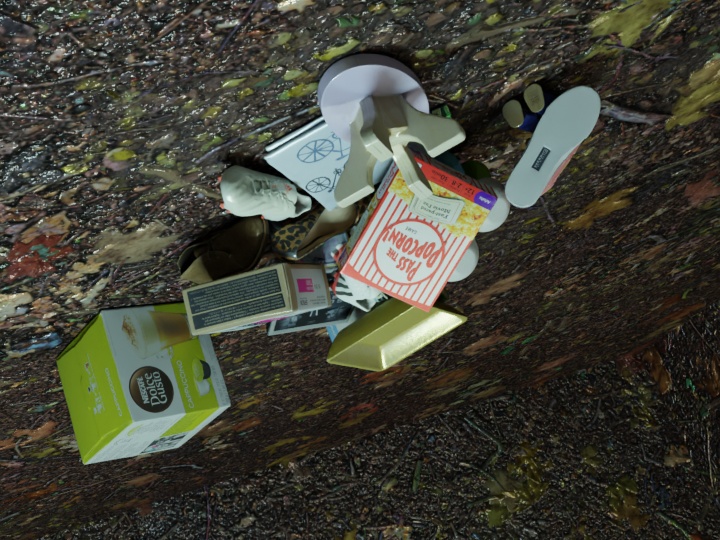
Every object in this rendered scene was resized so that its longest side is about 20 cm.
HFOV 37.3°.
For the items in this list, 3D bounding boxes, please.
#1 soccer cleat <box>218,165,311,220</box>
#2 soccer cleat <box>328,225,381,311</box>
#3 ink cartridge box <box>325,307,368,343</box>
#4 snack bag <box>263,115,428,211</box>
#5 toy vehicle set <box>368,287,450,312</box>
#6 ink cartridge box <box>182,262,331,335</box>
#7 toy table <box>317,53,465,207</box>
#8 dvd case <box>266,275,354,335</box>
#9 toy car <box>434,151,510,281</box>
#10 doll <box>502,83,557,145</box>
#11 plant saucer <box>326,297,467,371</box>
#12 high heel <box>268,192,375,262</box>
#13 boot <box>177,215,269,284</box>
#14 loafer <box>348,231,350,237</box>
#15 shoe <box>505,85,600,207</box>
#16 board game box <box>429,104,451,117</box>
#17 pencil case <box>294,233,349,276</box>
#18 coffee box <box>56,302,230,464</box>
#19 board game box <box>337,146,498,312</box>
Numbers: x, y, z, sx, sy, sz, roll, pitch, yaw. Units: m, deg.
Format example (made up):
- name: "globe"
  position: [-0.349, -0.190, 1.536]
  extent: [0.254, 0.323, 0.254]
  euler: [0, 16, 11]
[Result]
- name: "soccer cleat"
  position: [-0.131, -0.106, 1.465]
  extent: [0.077, 0.070, 0.200]
  euler: [-6, 174, 17]
- name: "soccer cleat"
  position: [0.000, 0.000, 1.630]
  extent: [0.069, 0.085, 0.200]
  euler: [-49, 169, -25]
- name: "ink cartridge box"
  position: [0.019, 0.036, 1.958]
  extent: [0.128, 0.126, 0.200]
  euler: [-12, 160, -29]
- name: "snack bag"
  position: [-0.010, -0.165, 1.476]
  extent: [0.188, 0.022, 0.200]
  euler: [-28, 151, 15]
- name: "toy vehicle set"
  position: [0.074, 0.040, 1.809]
  extent: [0.124, 0.027, 0.200]
  euler: [-28, 157, 8]
- name: "ink cartridge box"
  position: [-0.151, 0.041, 1.605]
  extent: [0.163, 0.076, 0.200]
  euler: [-13, 176, 15]
- name: "toy table"
  position: [0.031, -0.171, 1.344]
  extent: [0.183, 0.118, 0.199]
  euler: [-34, 150, 26]
- name: "dvd case"
  position: [-0.079, 0.058, 1.813]
  extent: [0.149, 0.025, 0.200]
  euler: [-8, 160, -13]
- name: "toy car"
  position: [0.114, -0.094, 1.629]
  extent: [0.150, 0.175, 0.201]
  euler: [33, 90, -34]
- name: "doll"
  position: [0.299, -0.235, 1.628]
  extent: [0.136, 0.049, 0.199]
  euler: [-35, 158, 28]
- name: "plant saucer"
  position: [0.058, 0.099, 1.825]
  extent: [0.199, 0.049, 0.200]
  euler: [-33, 155, 21]
- name: "high heel"
  position: [-0.040, -0.063, 1.587]
  extent: [0.198, 0.143, 0.072]
  euler: [-14, 117, -10]
- name: "boot"
  position: [-0.208, -0.029, 1.615]
  extent: [0.075, 0.074, 0.200]
  euler: [7, 150, -38]
- name: "loafer"
  position: [0.069, -0.074, 1.796]
  extent: [0.199, 0.076, 0.068]
  euler: [-18, 175, 30]
- name: "shoe"
  position: [0.282, -0.184, 1.573]
  extent: [0.201, 0.071, 0.091]
  euler: [-57, 174, 14]
- name: "board game box"
  position: [0.045, -0.174, 1.553]
  extent: [0.199, 0.024, 0.105]
  euler: [-23, 160, 6]
- name: "pencil case"
  position: [-0.066, -0.012, 1.789]
  extent: [0.090, 0.084, 0.200]
  euler: [10, 158, -4]
- name: "coffee box"
  position: [-0.376, 0.191, 1.828]
  extent: [0.197, 0.201, 0.200]
  euler: [-4, 156, -42]
- name: "board game box"
  position: [0.079, -0.058, 1.515]
  extent: [0.151, 0.046, 0.201]
  euler: [23, 111, -18]
